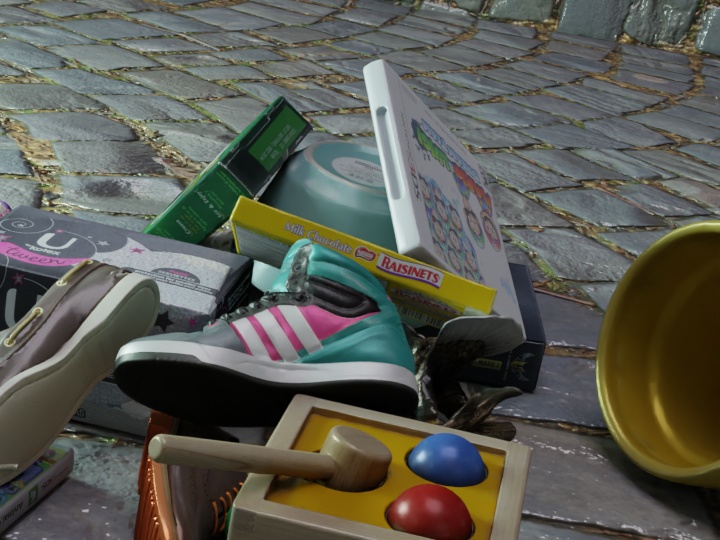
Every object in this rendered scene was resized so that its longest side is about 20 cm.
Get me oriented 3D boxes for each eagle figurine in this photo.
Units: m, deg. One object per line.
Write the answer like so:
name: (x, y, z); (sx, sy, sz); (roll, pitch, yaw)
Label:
eagle figurine: (0.020, 0.077, 1.038); (0.150, 0.152, 0.200); (-23, 39, -22)

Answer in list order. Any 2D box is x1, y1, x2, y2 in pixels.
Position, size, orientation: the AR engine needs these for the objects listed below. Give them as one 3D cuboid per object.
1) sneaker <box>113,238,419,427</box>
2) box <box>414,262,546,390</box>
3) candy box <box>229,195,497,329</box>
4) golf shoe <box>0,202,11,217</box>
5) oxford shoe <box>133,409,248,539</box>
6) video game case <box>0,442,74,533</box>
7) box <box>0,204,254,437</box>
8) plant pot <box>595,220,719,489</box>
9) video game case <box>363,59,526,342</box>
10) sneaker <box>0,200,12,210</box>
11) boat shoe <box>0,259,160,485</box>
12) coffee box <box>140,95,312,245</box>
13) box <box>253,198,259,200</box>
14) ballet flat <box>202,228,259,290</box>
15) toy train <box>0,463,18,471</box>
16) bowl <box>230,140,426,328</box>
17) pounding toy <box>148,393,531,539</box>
sneaker: (-0.061, 0.035, 0.935); (0.199, 0.084, 0.121); (5, 51, -8)
box: (0.082, 0.036, 1.277); (0.157, 0.051, 0.200); (11, 21, -1)
candy box: (0.000, 0.000, 1.045); (0.199, 0.027, 0.102); (20, -15, 2)
golf shoe: (-0.289, -0.007, 1.162); (0.199, 0.092, 0.073); (7, 19, -12)
oxford shoe: (-0.104, 0.142, 0.884); (0.073, 0.072, 0.200); (11, 19, -10)
video game case: (-0.313, 0.131, 0.883); (0.199, 0.022, 0.182); (14, 21, 14)
box: (-0.197, 0.037, 1.051); (0.199, 0.115, 0.132); (12, 20, 7)
plant pot: (0.320, 0.079, 1.100); (0.188, 0.201, 0.201); (16, 14, -35)
video game case: (0.071, -0.052, 1.139); (0.200, 0.024, 0.183); (39, 34, -51)
sneaker: (-0.381, -0.039, 1.215); (0.080, 0.084, 0.200); (23, 23, 31)
boat shoe: (-0.213, 0.065, 0.904); (0.059, 0.072, 0.200); (23, 51, 23)
coffee box: (-0.134, -0.059, 1.208); (0.044, 0.200, 0.123); (45, 41, -9)
box: (0.011, -0.042, 1.395); (0.199, 0.021, 0.163); (9, -1, 20)
ballet flat: (-0.088, -0.008, 1.292); (0.200, 0.072, 0.072); (16, 21, 17)
toy train: (-0.288, 0.065, 0.792); (0.199, 0.116, 0.085); (-7, 16, 24)
bowl: (-0.004, -0.042, 1.198); (0.200, 0.105, 0.201); (14, 24, -6)
pounding toy: (-0.008, 0.145, 0.812); (0.199, 0.143, 0.184); (12, 20, 7)
